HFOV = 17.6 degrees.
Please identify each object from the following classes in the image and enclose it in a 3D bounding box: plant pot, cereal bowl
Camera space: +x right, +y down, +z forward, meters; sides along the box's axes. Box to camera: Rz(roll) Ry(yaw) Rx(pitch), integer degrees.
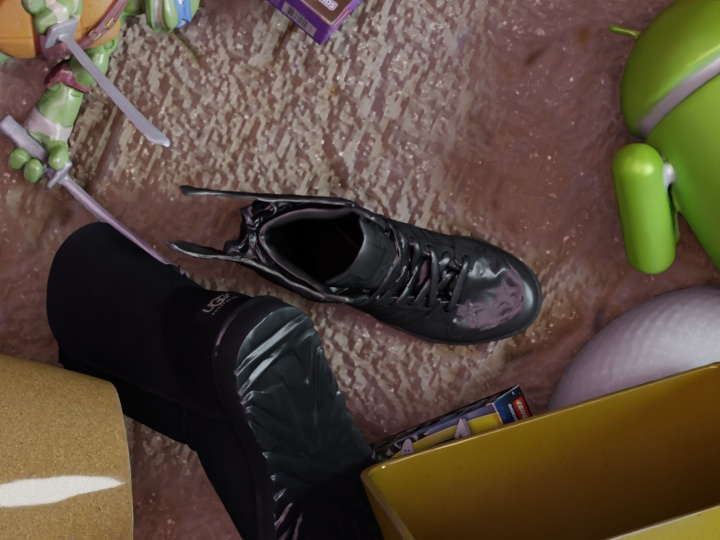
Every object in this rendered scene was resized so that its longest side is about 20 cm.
[{"bbox_3d":[-0.213,0.106,1.104,0.200,0.186,0.187,-4,91,-15],"label":"plant pot"},{"bbox_3d":[0.191,0.108,1.212,0.200,0.083,0.200,0,92,1],"label":"cereal bowl"},{"bbox_3d":[0.131,0.169,1.075,0.200,0.200,0.177,-16,102,-7],"label":"plant pot"}]

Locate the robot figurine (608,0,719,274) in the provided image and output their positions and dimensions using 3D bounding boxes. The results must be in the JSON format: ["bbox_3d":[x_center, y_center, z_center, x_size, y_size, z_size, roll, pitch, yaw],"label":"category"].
[{"bbox_3d":[0.210,-0.062,1.181,0.175,0.116,0.200,-28,76,-16],"label":"robot figurine"}]

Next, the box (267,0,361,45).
[{"bbox_3d":[-0.051,-0.234,1.214,0.200,0.039,0.137,40,75,0],"label":"box"}]

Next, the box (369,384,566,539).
[{"bbox_3d":[0.061,0.176,1.210,0.137,0.038,0.200,-24,91,29],"label":"box"}]

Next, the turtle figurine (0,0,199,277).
[{"bbox_3d":[-0.180,-0.099,1.184,0.194,0.144,0.200,1,87,-1],"label":"turtle figurine"}]

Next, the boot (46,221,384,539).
[{"bbox_3d":[-0.075,0.076,1.196,0.076,0.168,0.200,-36,126,-28],"label":"boot"}]

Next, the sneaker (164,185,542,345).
[{"bbox_3d":[0.001,-0.003,1.197,0.200,0.104,0.060,16,91,-3],"label":"sneaker"}]
